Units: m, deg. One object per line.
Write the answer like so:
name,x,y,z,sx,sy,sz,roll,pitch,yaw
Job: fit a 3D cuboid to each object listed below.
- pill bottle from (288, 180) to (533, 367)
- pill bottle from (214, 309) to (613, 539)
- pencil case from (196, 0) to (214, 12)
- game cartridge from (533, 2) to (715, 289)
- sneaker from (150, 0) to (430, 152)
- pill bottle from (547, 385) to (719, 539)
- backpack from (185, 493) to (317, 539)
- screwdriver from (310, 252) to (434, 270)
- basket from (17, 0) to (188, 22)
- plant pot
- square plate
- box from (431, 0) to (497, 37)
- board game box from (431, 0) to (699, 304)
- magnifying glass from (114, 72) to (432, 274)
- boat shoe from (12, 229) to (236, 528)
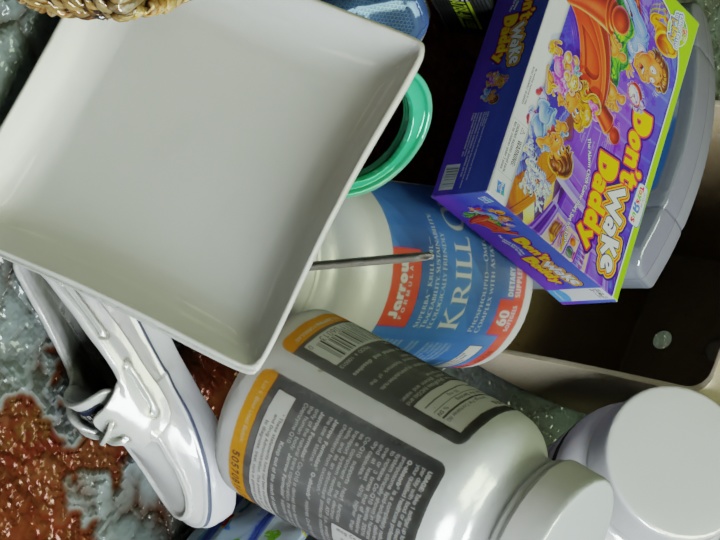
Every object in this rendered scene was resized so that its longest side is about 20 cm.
pill bottle,0.000,0.000,1.524,0.200,0.112,0.113,4,91,-45
pill bottle,0.029,0.110,1.393,0.116,0.200,0.117,-43,149,-34
pencil case,-0.044,-0.204,1.485,0.200,0.078,0.087,-26,117,-41
game cartridge,0.156,-0.082,1.637,0.040,0.133,0.200,50,47,-52
sneaker,-0.041,-0.103,1.446,0.200,0.089,0.079,-31,109,-16
pill bottle,0.158,0.149,1.595,0.114,0.200,0.114,7,67,-17
backpack,-0.020,0.180,1.514,0.200,0.153,0.163,-55,138,-48
screwdriver,-0.047,0.002,1.421,0.029,0.200,0.028,50,43,-55
basket,-0.130,-0.223,1.354,0.200,0.149,0.143,-50,129,-32
plant pot,0.203,0.014,1.687,0.177,0.200,0.200,47,61,-50
square plate,-0.092,-0.067,1.371,0.200,0.198,0.028,-62,160,-11
box,0.076,-0.255,1.557,0.193,0.047,0.201,33,66,-78
board game box,0.127,-0.099,1.550,0.134,0.045,0.200,37,62,-39
magnifying glass,-0.046,-0.050,1.408,0.200,0.022,0.080,-32,132,-13
boat shoe,-0.136,0.065,1.431,0.065,0.074,0.200,-35,107,-32
